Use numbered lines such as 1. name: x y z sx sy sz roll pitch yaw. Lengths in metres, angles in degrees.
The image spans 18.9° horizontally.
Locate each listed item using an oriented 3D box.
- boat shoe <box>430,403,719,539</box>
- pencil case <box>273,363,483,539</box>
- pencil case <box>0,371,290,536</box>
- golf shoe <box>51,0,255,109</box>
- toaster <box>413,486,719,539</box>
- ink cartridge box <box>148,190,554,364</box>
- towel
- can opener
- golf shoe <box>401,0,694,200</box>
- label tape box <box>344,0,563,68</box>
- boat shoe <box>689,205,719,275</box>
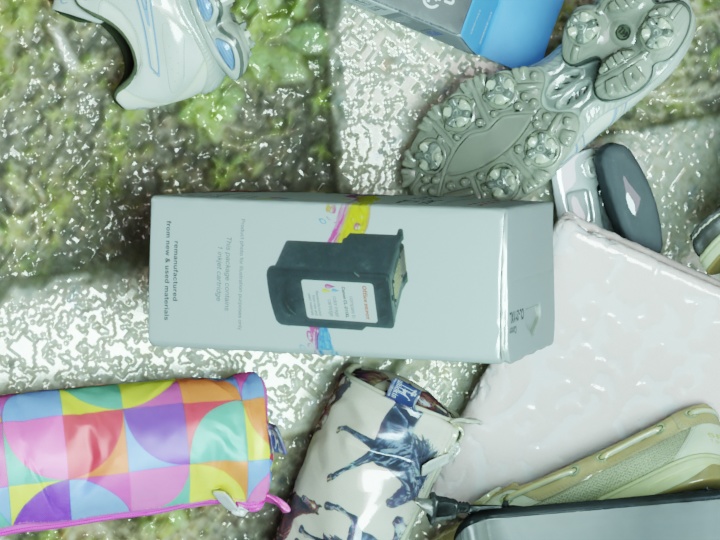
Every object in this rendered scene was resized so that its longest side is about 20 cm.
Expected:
1. boat shoe: 0.124 0.140 1.267 0.199 0.064 0.073 -25 138 19
2. pencil case: -0.006 0.159 1.269 0.078 0.089 0.202 24 87 -52
3. pencil case: -0.141 0.106 1.239 0.198 0.088 0.089 -4 94 -9
4. golf shoe: -0.140 -0.187 1.229 0.097 0.078 0.201 -26 97 -3
5. toaster: 0.130 0.215 1.215 0.198 0.182 0.119 -4 49 -5
6. ink cartridge box: 0.000 0.000 1.194 0.198 0.146 0.084 2 94 15
7. towel: 0.163 0.087 1.286 0.190 0.032 0.201 22 110 -4
8. can opener: 0.158 0.023 1.306 0.053 0.067 0.202 -11 96 -11
9. golf shoe: 0.119 -0.095 1.281 0.199 0.097 0.079 -35 76 18
10. label tape box: 0.047 -0.216 1.270 0.198 0.063 0.145 21 90 -12
11. boat shoe: 0.248 -0.064 1.297 0.065 0.073 0.200 47 46 7
